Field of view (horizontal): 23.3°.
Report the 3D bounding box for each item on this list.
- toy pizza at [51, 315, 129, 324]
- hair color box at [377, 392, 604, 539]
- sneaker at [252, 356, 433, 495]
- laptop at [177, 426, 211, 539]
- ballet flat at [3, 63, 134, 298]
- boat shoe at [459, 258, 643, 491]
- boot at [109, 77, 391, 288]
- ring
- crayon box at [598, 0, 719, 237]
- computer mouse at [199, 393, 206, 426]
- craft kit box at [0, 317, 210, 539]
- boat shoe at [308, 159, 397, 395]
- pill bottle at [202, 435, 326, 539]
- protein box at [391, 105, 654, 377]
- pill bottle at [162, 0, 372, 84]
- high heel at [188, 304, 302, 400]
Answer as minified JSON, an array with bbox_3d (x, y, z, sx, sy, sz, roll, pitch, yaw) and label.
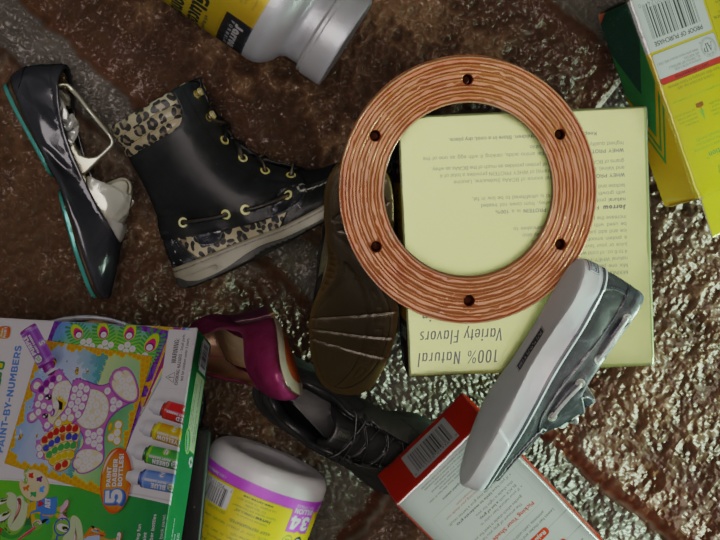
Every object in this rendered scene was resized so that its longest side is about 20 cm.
[{"bbox_3d":[-0.232,0.139,1.466,0.197,0.032,0.203,0,93,0],"label":"toy pizza"},{"bbox_3d":[0.117,0.206,1.428,0.101,0.061,0.200,-43,113,0],"label":"hair color box"},{"bbox_3d":[0.000,0.140,1.440,0.198,0.091,0.077,24,92,-3],"label":"sneaker"},{"bbox_3d":[-0.205,0.236,1.391,0.185,0.116,0.202,0,69,10],"label":"laptop"},{"bbox_3d":[-0.227,-0.079,1.435,0.072,0.073,0.202,-22,91,1],"label":"ballet flat"},{"bbox_3d":[0.145,0.089,1.319,0.067,0.072,0.201,27,103,-11],"label":"boat shoe"},{"bbox_3d":[-0.092,-0.094,1.430,0.202,0.073,0.155,-27,95,4],"label":"boot"},{"bbox_3d":[0.081,-0.061,1.324,0.198,0.019,0.203,0,94,-4],"label":"ring"},{"bbox_3d":[0.285,-0.138,1.423,0.126,0.051,0.202,-21,93,-26],"label":"crayon box"},{"bbox_3d":[-0.232,0.134,1.419,0.198,0.053,0.140,15,91,5],"label":"computer mouse"},{"bbox_3d":[-0.227,0.139,1.348,0.195,0.049,0.202,1,69,14],"label":"craft kit box"},{"bbox_3d":[0.000,0.000,1.389,0.072,0.065,0.202,9,113,4],"label":"boat shoe"},{"bbox_3d":[-0.108,0.247,1.438,0.103,0.104,0.202,21,93,-2],"label":"pill bottle"},{"bbox_3d":[0.127,-0.026,1.409,0.196,0.135,0.203,-3,93,-1],"label":"protein box"},{"bbox_3d":[-0.094,-0.239,1.404,0.199,0.112,0.113,34,92,-2],"label":"pill bottle"},{"bbox_3d":[-0.102,0.076,1.381,0.095,0.200,0.068,-20,99,-5],"label":"high heel"}]
